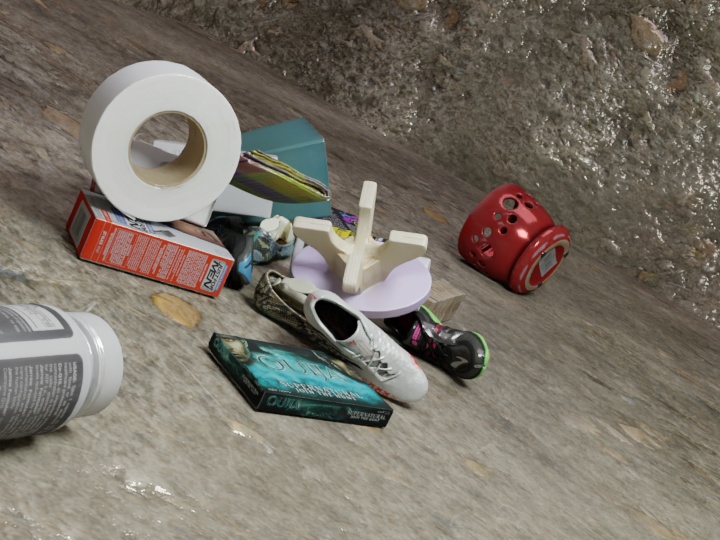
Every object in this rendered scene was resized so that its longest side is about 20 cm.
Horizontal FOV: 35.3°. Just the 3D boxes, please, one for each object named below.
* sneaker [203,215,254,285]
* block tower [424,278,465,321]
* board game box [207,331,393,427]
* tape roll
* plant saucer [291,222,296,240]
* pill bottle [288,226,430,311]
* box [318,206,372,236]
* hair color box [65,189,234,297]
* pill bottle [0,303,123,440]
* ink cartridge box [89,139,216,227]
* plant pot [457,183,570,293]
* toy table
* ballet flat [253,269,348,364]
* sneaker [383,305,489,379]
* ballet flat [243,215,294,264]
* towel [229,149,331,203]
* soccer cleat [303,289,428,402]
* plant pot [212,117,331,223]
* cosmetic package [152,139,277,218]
[{"bbox_3d":[-0.204,-0.029,1.655,0.082,0.073,0.200,4,15,-18],"label":"sneaker"},{"bbox_3d":[0.120,0.056,1.928,0.058,0.054,0.200,31,15,16],"label":"block tower"},{"bbox_3d":[-0.072,0.131,1.358,0.200,0.028,0.135,15,18,-41],"label":"board game box"},{"bbox_3d":[-0.261,-0.167,1.476,0.202,0.203,0.071,17,16,-34],"label":"tape roll"},{"bbox_3d":[-0.041,-0.024,1.977,0.200,0.032,0.200,24,13,-6],"label":"plant saucer"},{"bbox_3d":[0.000,0.000,1.709,0.200,0.111,0.111,13,13,6],"label":"pill bottle"},{"bbox_3d":[-0.048,-0.073,2.007,0.143,0.036,0.200,20,17,-25],"label":"box"},{"bbox_3d":[-0.282,-0.036,1.518,0.200,0.064,0.111,19,14,-31],"label":"hair color box"},{"bbox_3d":[-0.298,0.085,0.941,0.113,0.113,0.200,33,15,26],"label":"pill bottle"},{"bbox_3d":[-0.301,-0.126,1.651,0.146,0.083,0.200,21,-4,-22],"label":"ink cartridge box"},{"bbox_3d":[0.339,-0.060,2.473,0.182,0.201,0.200,44,21,28],"label":"plant pot"},{"bbox_3d":[0.002,-0.020,1.583,0.200,0.117,0.184,-1,53,-2],"label":"toy table"},{"bbox_3d":[-0.057,0.060,1.541,0.200,0.075,0.068,30,39,14],"label":"ballet flat"},{"bbox_3d":[0.110,0.109,1.701,0.084,0.077,0.200,2,18,-45],"label":"sneaker"},{"bbox_3d":[-0.140,-0.055,1.833,0.074,0.074,0.200,28,14,5],"label":"ballet flat"},{"bbox_3d":[-0.137,-0.131,1.604,0.144,0.023,0.200,25,-10,-26],"label":"towel"},{"bbox_3d":[0.006,0.099,1.459,0.200,0.069,0.085,43,-4,1],"label":"soccer cleat"},{"bbox_3d":[-0.168,-0.162,1.934,0.200,0.142,0.141,-11,26,-14],"label":"plant pot"},{"bbox_3d":[-0.236,-0.147,1.808,0.200,0.102,0.074,8,8,-7],"label":"cosmetic package"}]
